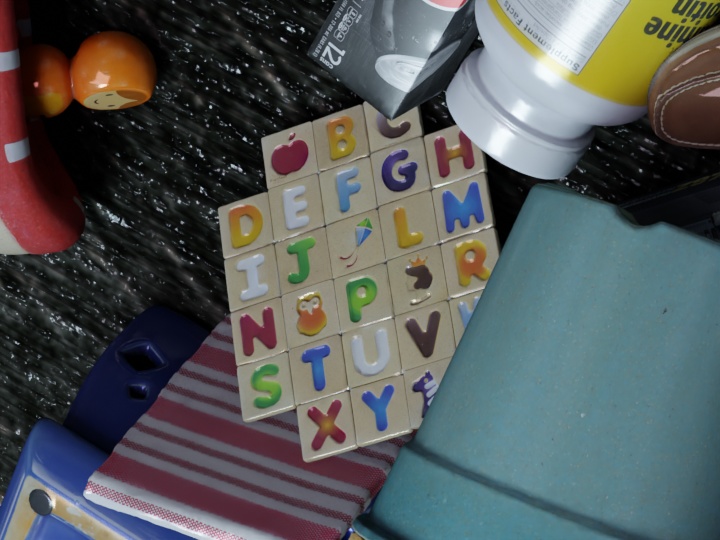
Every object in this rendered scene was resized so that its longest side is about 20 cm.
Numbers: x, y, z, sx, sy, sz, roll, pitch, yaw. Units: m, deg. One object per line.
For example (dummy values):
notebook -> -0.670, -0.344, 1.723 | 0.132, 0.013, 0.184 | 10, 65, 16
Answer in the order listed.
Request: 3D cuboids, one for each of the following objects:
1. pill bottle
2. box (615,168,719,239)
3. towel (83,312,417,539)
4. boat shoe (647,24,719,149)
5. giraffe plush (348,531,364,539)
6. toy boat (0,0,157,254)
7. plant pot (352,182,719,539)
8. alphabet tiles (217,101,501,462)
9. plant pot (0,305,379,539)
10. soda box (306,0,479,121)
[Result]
pill bottle -> 0.128, -0.147, 1.249 | 0.112, 0.112, 0.200 | 40, 121, 9
box -> 0.214, 0.045, 1.310 | 0.157, 0.051, 0.201 | -19, 98, 31
towel -> -0.044, 0.093, 1.375 | 0.146, 0.200, 0.030 | 17, 130, 21
boat shoe -> 0.241, -0.084, 1.200 | 0.199, 0.072, 0.076 | -6, 134, 10
giraffe plush -> 0.108, 0.185, 1.376 | 0.162, 0.172, 0.200 | -32, 57, 22
toy boat -> -0.185, -0.109, 1.434 | 0.130, 0.131, 0.201 | -5, 108, -2
plant pot -> 0.121, 0.072, 1.213 | 0.200, 0.200, 0.197 | 20, 91, 19
alphabet tiles -> 0.000, 0.000, 1.355 | 0.166, 0.006, 0.201 | -18, 65, 21
plant pot -> -0.117, 0.172, 1.450 | 0.200, 0.180, 0.200 | 31, 120, 13
soda box -> 0.052, -0.180, 1.299 | 0.063, 0.071, 0.200 | 38, 121, 12
